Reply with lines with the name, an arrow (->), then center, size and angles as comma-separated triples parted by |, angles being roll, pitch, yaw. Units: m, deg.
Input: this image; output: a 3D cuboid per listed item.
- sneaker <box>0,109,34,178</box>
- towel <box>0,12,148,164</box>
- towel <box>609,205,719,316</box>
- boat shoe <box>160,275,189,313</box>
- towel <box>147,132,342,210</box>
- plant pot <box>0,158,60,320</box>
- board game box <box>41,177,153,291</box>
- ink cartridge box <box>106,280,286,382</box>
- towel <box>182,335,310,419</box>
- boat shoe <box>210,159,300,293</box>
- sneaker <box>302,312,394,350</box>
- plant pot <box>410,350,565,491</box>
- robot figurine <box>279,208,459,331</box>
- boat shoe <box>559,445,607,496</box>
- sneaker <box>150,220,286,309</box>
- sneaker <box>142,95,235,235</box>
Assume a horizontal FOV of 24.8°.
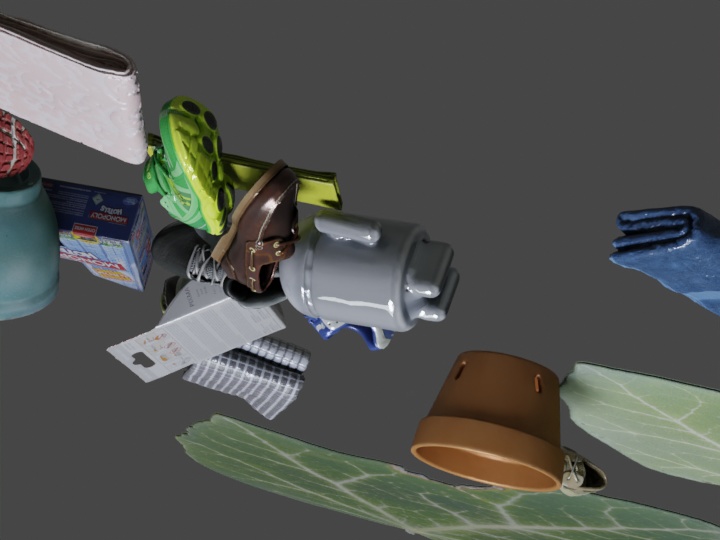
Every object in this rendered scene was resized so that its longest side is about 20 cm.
sneaker -> -0.434, -0.152, 1.695 | 0.199, 0.078, 0.082 | 17, -170, -19
towel -> -0.284, -0.176, 1.490 | 0.190, 0.032, 0.200 | 23, 163, 4
towel -> 0.333, 0.000, 1.534 | 0.199, 0.049, 0.111 | 28, 158, -36
boat shoe -> -0.229, 0.051, 2.137 | 0.060, 0.072, 0.201 | 7, 164, 12
towel -> -0.117, -0.099, 1.661 | 0.199, 0.018, 0.086 | 12, 167, 8
plant pot -> -0.412, -0.056, 1.760 | 0.199, 0.135, 0.201 | 14, -154, -7
board game box -> -0.326, -0.042, 1.944 | 0.199, 0.062, 0.200 | 10, 162, 15
ink cartridge box -> -0.206, 0.065, 2.043 | 0.199, 0.050, 0.161 | -20, 158, 5
towel -> -0.169, 0.143, 2.363 | 0.165, 0.086, 0.200 | 18, 163, -7
boat shoe -> -0.091, -0.040, 1.622 | 0.070, 0.070, 0.200 | 45, 154, 6
sneaker -> -0.044, 0.030, 1.887 | 0.199, 0.089, 0.075 | 19, 165, -10
plant pot -> 0.178, 0.192, 2.123 | 0.199, 0.141, 0.200 | 14, 163, 4
robot figurine -> 0.000, 0.000, 1.704 | 0.199, 0.113, 0.170 | 9, 141, 19
boat shoe -> 0.311, 0.299, 2.487 | 0.065, 0.073, 0.200 | -8, 156, 33
sneaker -> -0.151, -0.006, 1.807 | 0.199, 0.076, 0.116 | 8, -162, 12
sneaker -> -0.174, -0.095, 1.580 | 0.083, 0.074, 0.200 | 8, 152, 8
